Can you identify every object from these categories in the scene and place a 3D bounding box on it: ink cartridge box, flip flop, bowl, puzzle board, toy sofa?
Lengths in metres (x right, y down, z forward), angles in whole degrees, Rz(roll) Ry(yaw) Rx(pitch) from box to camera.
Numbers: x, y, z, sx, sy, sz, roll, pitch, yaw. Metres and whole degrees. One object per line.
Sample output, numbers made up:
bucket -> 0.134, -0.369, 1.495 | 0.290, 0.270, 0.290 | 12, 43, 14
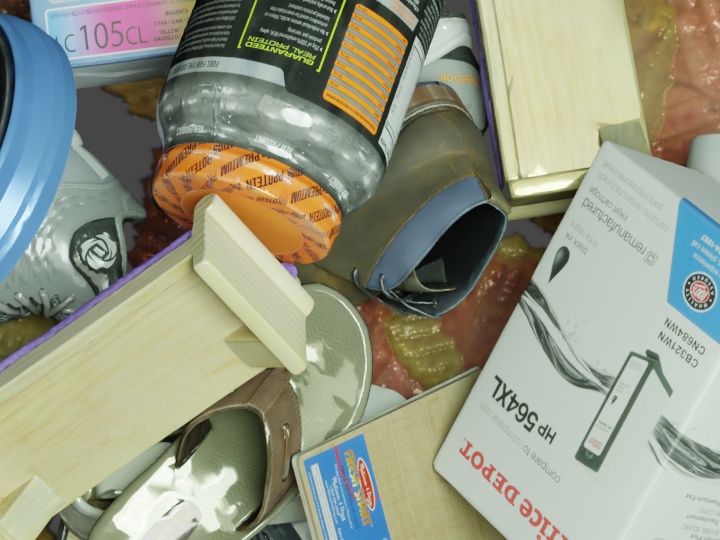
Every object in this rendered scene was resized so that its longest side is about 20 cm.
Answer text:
ink cartridge box -> 0.143, 0.059, 1.347 | 0.084, 0.146, 0.200 | 15, 109, -40
flip flop -> -0.064, 0.092, 1.356 | 0.081, 0.058, 0.200 | 42, 76, 3
bowl -> -0.235, -0.052, 1.409 | 0.039, 0.201, 0.201 | 34, 84, -41
puzzle board -> 0.039, 0.168, 1.404 | 0.151, 0.017, 0.200 | -22, 101, -43
toy sofa -> 0.102, -0.132, 1.446 | 0.083, 0.098, 0.200 | -9, 85, -3
ink cartridge box -> -0.121, -0.209, 1.476 | 0.136, 0.076, 0.200 | -7, 83, 0
toy sofa -> -0.125, 0.048, 1.340 | 0.200, 0.098, 0.083 | -35, 115, 18

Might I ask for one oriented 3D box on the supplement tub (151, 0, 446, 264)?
supplement tub -> -0.029, -0.113, 1.368 | 0.122, 0.123, 0.200 | 20, 70, 2

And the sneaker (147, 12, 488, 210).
sneaker -> -0.022, -0.074, 1.464 | 0.200, 0.074, 0.079 | -23, 90, -2

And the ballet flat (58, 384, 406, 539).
ballet flat -> -0.065, 0.103, 1.416 | 0.200, 0.069, 0.070 | -13, 85, -4

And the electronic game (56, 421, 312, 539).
electronic game -> -0.068, 0.164, 1.457 | 0.200, 0.042, 0.200 | 0, 84, 1

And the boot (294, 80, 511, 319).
boot -> 0.000, 0.000, 1.420 | 0.075, 0.097, 0.200 | 23, 113, -38

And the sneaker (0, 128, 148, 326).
sneaker -> -0.193, 0.023, 1.456 | 0.115, 0.075, 0.200 | 41, 87, 0

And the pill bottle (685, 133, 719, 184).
pill bottle -> 0.209, 0.033, 1.431 | 0.113, 0.113, 0.200 | 10, 85, 1
